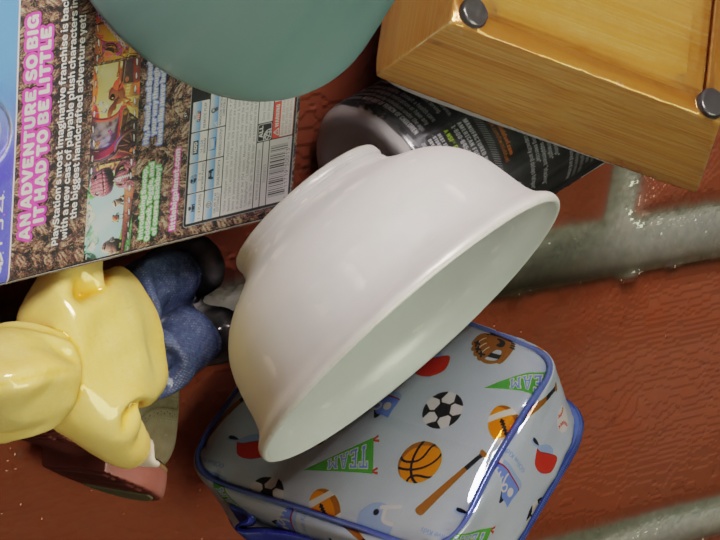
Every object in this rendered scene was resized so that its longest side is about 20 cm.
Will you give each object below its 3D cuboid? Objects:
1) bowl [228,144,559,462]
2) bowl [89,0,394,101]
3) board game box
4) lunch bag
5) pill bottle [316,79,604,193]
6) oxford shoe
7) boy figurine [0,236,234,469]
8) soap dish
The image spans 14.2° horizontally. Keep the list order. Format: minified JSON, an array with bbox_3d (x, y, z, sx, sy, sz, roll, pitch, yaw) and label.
[{"bbox_3d":[0.000,0.000,1.482,0.201,0.090,0.201,-39,168,-10],"label":"bowl"},{"bbox_3d":[-0.038,-0.190,1.352,0.200,0.105,0.202,13,67,-34],"label":"bowl"},{"bbox_3d":[-0.132,-0.098,1.425,0.199,0.097,0.160,-14,120,-39],"label":"board game box"},{"bbox_3d":[0.010,0.098,1.595,0.161,0.199,0.076,-58,141,-23],"label":"lunch bag"},{"bbox_3d":[0.080,-0.086,1.632,0.199,0.106,0.107,-30,129,-30],"label":"pill bottle"},{"bbox_3d":[-0.165,0.055,1.508,0.200,0.070,0.075,39,63,-51],"label":"oxford shoe"},{"bbox_3d":[-0.133,0.045,1.444,0.200,0.064,0.125,-28,103,-55],"label":"boy figurine"},{"bbox_3d":[0.113,-0.148,1.563,0.199,0.081,0.158,19,64,-19],"label":"soap dish"}]
